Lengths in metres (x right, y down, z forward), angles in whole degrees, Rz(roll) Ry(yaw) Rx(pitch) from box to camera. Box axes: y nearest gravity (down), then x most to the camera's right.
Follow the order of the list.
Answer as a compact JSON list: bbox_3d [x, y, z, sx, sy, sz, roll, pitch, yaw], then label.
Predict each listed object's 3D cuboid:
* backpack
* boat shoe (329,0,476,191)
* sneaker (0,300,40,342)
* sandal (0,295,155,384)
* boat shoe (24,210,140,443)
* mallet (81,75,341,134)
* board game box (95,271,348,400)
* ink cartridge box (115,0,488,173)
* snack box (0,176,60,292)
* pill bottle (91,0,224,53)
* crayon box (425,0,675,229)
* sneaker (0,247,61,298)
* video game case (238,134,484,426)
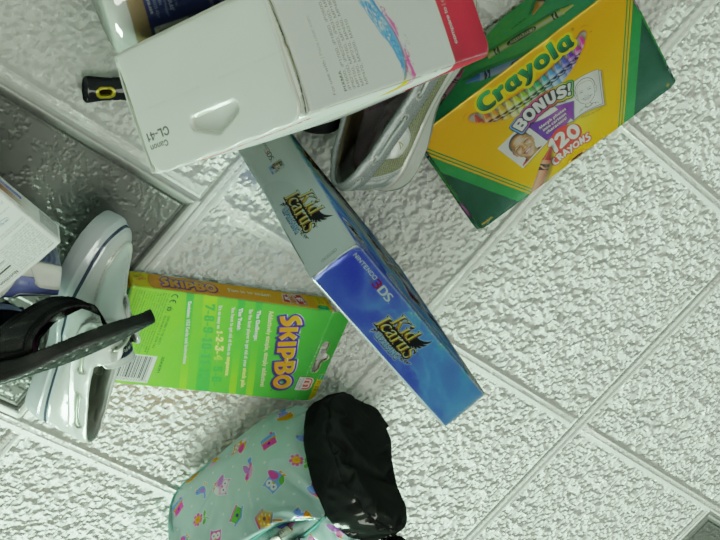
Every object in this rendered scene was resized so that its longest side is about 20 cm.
[{"bbox_3d":[-0.067,0.207,1.293,0.199,0.168,0.126,-37,121,21],"label":"backpack"},{"bbox_3d":[0.028,-0.152,1.096,0.064,0.074,0.204,-11,126,-53],"label":"boat shoe"},{"bbox_3d":[-0.326,0.094,1.102,0.198,0.090,0.070,-19,131,2],"label":"sneaker"},{"bbox_3d":[-0.243,0.052,1.053,0.199,0.075,0.048,-18,89,-14],"label":"sandal"},{"bbox_3d":[-0.198,0.046,1.144,0.074,0.066,0.201,-44,162,-51],"label":"boat shoe"},{"bbox_3d":[-0.104,-0.125,1.100,0.198,0.041,0.066,-9,124,-14],"label":"mallet"},{"bbox_3d":[-0.111,0.057,1.232,0.198,0.030,0.096,10,120,-27],"label":"board game box"},{"bbox_3d":[-0.034,-0.138,0.968,0.199,0.147,0.086,-23,95,-50],"label":"ink cartridge box"},{"bbox_3d":[-0.300,0.015,1.017,0.199,0.024,0.072,-38,126,13],"label":"snack box"},{"bbox_3d":[-0.086,-0.226,0.982,0.198,0.111,0.112,-21,130,-10],"label":"pill bottle"},{"bbox_3d":[0.137,-0.140,1.184,0.199,0.058,0.119,-37,131,4],"label":"crayon box"},{"bbox_3d":[-0.320,0.006,1.072,0.197,0.081,0.116,6,125,-20],"label":"sneaker"},{"bbox_3d":[0.000,0.000,1.141,0.045,0.182,0.200,-37,131,3],"label":"video game case"}]
